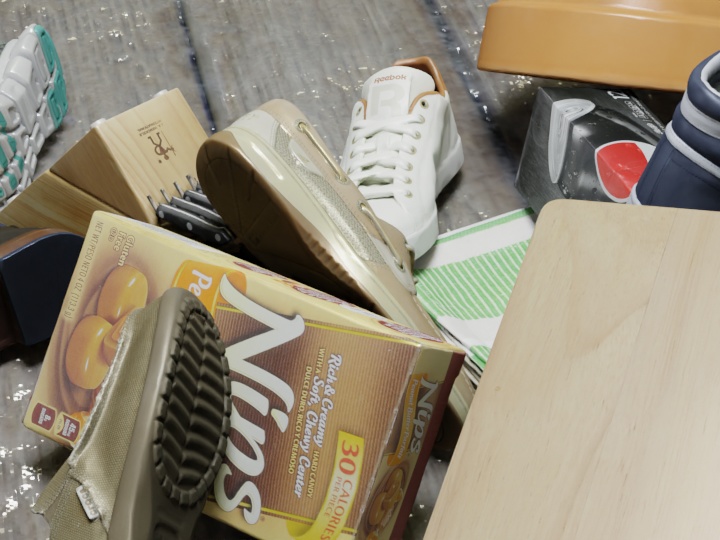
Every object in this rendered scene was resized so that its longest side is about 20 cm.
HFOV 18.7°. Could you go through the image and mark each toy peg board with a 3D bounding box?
[{"bbox_3d":[0.158,0.082,0.974,0.198,0.098,0.201,6,55,25],"label":"toy peg board"}]

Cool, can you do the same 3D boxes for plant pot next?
[{"bbox_3d":[0.179,-0.181,1.343,0.199,0.141,0.200,7,5,-1],"label":"plant pot"}]

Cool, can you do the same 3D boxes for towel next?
[{"bbox_3d":[0.113,0.026,1.202,0.152,0.024,0.200,-18,37,-27],"label":"towel"}]

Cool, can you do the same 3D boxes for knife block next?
[{"bbox_3d":[-0.102,0.000,1.219,0.064,0.176,0.200,-28,-2,-38],"label":"knife block"}]

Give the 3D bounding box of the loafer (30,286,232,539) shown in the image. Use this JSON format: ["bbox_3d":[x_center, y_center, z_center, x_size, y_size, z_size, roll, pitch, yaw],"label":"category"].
[{"bbox_3d":[-0.109,0.100,0.985,0.067,0.076,0.201,-1,61,23],"label":"loafer"}]

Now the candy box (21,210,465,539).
[{"bbox_3d":[-0.059,0.058,1.061,0.199,0.116,0.055,21,5,29],"label":"candy box"}]

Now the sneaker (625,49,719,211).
[{"bbox_3d":[0.233,-0.060,1.107,0.199,0.109,0.070,-3,36,-29],"label":"sneaker"}]

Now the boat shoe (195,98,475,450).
[{"bbox_3d":[0.000,0.000,1.117,0.065,0.072,0.200,-37,87,-36],"label":"boat shoe"}]

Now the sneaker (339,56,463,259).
[{"bbox_3d":[0.011,-0.066,1.265,0.072,0.085,0.200,-4,25,14],"label":"sneaker"}]

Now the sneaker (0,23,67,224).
[{"bbox_3d":[-0.245,-0.077,1.326,0.091,0.078,0.200,-8,27,16],"label":"sneaker"}]

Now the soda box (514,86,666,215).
[{"bbox_3d":[0.157,-0.027,1.199,0.063,0.071,0.200,-1,32,-24],"label":"soda box"}]

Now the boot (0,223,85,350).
[{"bbox_3d":[-0.245,0.022,1.180,0.199,0.075,0.097,-17,20,-26],"label":"boot"}]
